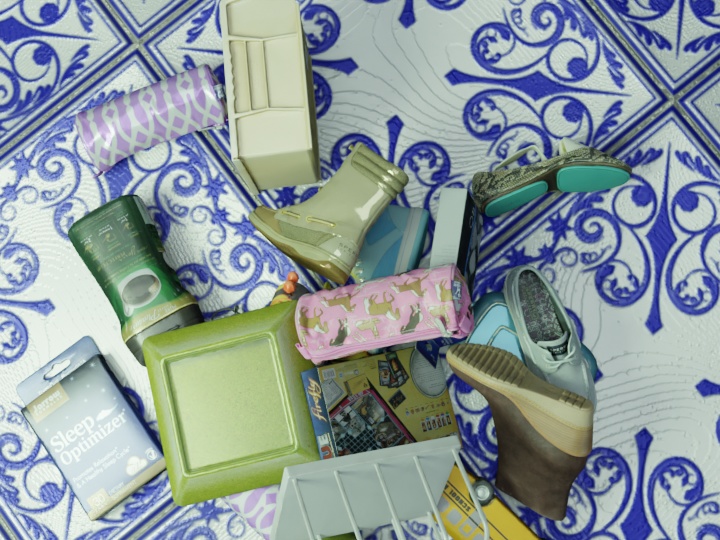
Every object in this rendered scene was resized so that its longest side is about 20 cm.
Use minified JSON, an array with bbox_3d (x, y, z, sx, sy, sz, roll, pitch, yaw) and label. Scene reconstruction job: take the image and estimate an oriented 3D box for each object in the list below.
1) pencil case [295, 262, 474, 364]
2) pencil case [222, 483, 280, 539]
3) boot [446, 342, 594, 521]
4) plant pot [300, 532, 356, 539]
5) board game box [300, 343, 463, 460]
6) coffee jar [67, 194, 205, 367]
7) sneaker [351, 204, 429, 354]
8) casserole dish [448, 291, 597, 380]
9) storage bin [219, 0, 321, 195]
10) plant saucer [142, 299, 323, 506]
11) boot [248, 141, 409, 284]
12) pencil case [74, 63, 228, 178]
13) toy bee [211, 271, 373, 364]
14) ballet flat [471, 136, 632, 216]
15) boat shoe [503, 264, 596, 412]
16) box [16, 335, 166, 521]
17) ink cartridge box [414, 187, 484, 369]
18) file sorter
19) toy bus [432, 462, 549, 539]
[{"bbox_3d":[0.025,0.050,1.211,0.198,0.086,0.084,-11,96,14],"label":"pencil case"},{"bbox_3d":[-0.144,0.236,1.301,0.200,0.084,0.086,41,67,7],"label":"pencil case"},{"bbox_3d":[0.174,0.192,1.281,0.199,0.072,0.168,26,123,26],"label":"boot"},{"bbox_3d":[-0.024,0.398,1.241,0.199,0.201,0.194,-35,71,-2],"label":"plant pot"},{"bbox_3d":[0.028,0.166,1.268,0.199,0.034,0.137,-7,80,-43],"label":"board game box"},{"bbox_3d":[-0.273,0.014,1.341,0.104,0.085,0.201,-29,82,-4],"label":"coffee jar"},{"bbox_3d":[0.000,0.000,1.322,0.129,0.080,0.202,16,61,7],"label":"sneaker"},{"bbox_3d":[0.201,0.110,1.329,0.199,0.039,0.122,35,86,5],"label":"casserole dish"},{"bbox_3d":[-0.105,-0.212,1.302,0.092,0.200,0.201,-6,83,1],"label":"storage bin"},{"bbox_3d":[-0.145,0.152,1.234,0.198,0.048,0.202,-14,83,6],"label":"plant saucer"},{"bbox_3d":[-0.040,-0.081,1.283,0.073,0.199,0.156,38,83,-36],"label":"boot"},{"bbox_3d":[-0.260,-0.192,1.371,0.198,0.084,0.086,-20,106,2],"label":"pencil case"},{"bbox_3d":[-0.071,0.060,1.303,0.198,0.109,0.132,4,43,-17],"label":"toy bee"},{"bbox_3d":[0.233,-0.126,1.347,0.198,0.068,0.076,-14,62,3],"label":"ballet flat"},{"bbox_3d":[0.222,0.087,1.275,0.069,0.072,0.203,-23,83,0],"label":"boat shoe"},{"bbox_3d":[-0.338,0.194,1.350,0.121,0.032,0.201,-36,82,-1],"label":"box"},{"bbox_3d":[0.109,0.012,1.297,0.039,0.099,0.202,5,74,20],"label":"ink cartridge box"},{"bbox_3d":[0.021,0.282,1.152,0.198,0.140,0.125,-7,49,-21],"label":"file sorter"},{"bbox_3d":[0.155,0.308,1.293,0.200,0.065,0.078,43,87,7],"label":"toy bus"}]
